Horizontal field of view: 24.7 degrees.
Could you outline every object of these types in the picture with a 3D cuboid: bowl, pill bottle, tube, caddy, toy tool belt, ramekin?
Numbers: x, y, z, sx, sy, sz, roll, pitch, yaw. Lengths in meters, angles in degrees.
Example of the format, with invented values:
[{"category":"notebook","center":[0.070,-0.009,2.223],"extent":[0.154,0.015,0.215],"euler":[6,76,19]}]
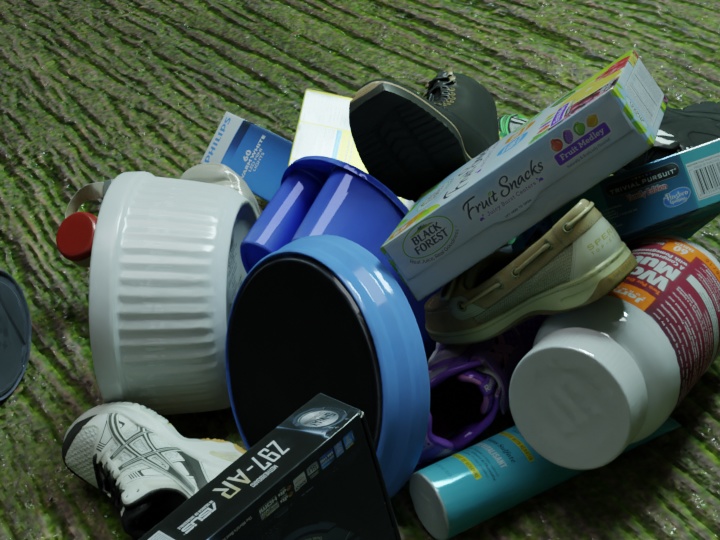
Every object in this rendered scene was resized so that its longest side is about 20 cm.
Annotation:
[{"category":"bowl","center":[-0.030,0.076,1.185],"extent":[0.039,0.203,0.200],"euler":[-8,21,-40]},{"category":"pill bottle","center":[0.187,0.056,1.169],"extent":[0.108,0.111,0.200],"euler":[6,23,30]},{"category":"tube","center":[0.130,0.132,1.183],"extent":[0.198,0.051,0.077],"euler":[-22,41,-25]},{"category":"caddy","center":[0.000,0.000,1.300],"extent":[0.141,0.201,0.105],"euler":[0,43,49]},{"category":"toy tool belt","center":[-0.164,-0.021,1.501],"extent":[0.198,0.123,0.127],"euler":[-7,69,22]},{"category":"ramekin","center":[-0.142,0.022,1.331],"extent":[0.104,0.202,0.201],"euler":[1,34,8]}]

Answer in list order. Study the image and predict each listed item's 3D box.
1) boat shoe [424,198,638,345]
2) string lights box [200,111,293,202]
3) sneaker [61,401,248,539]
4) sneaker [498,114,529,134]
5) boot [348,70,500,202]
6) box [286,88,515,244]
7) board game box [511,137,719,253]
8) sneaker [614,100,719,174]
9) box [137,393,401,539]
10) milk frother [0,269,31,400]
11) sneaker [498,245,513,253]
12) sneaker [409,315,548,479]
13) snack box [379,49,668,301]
[{"category":"boat shoe","center":[0.107,0.001,1.156],"extent":[0.073,0.064,0.200],"euler":[-39,11,-33]},{"category":"string lights box","center":[-0.050,-0.078,1.515],"extent":[0.199,0.102,0.059],"euler":[29,92,49]},{"category":"sneaker","center":[-0.163,0.158,1.231],"extent":[0.198,0.076,0.088],"euler":[9,35,35]},{"category":"sneaker","center":[0.158,-0.100,1.492],"extent":[0.084,0.079,0.200],"euler":[-22,32,-13]},{"category":"boot","center":[0.052,-0.123,1.301],"extent":[0.077,0.200,0.140],"euler":[-24,50,23]},{"category":"box","center":[0.038,-0.078,1.384],"extent":[0.197,0.049,0.118],"euler":[11,57,1]},{"category":"board game box","center":[0.207,-0.041,1.298],"extent":[0.149,0.047,0.200],"euler":[-19,-8,-5]},{"category":"sneaker","center":[0.262,-0.106,1.423],"extent":[0.197,0.077,0.091],"euler":[1,39,-12]},{"category":"box","center":[-0.061,0.201,1.045],"extent":[0.043,0.162,0.199],"euler":[18,44,43]},{"category":"milk frother","center":[-0.415,0.092,1.420],"extent":[0.186,0.180,0.203],"euler":[-1,78,23]},{"category":"sneaker","center":[0.043,-0.018,1.437],"extent":[0.198,0.075,0.088],"euler":[-12,20,-16]},{"category":"sneaker","center":[0.084,0.079,1.221],"extent":[0.200,0.081,0.088],"euler":[-43,9,-31]},{"category":"snack box","center":[0.118,-0.069,1.162],"extent":[0.199,0.053,0.142],"euler":[-34,5,22]}]
